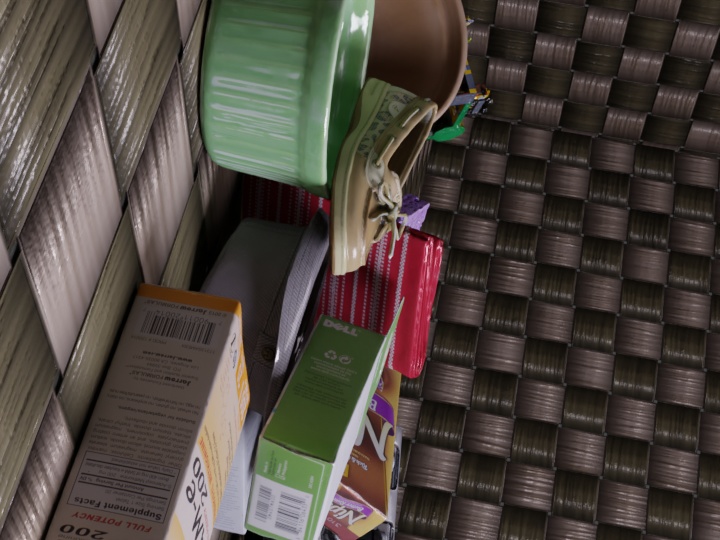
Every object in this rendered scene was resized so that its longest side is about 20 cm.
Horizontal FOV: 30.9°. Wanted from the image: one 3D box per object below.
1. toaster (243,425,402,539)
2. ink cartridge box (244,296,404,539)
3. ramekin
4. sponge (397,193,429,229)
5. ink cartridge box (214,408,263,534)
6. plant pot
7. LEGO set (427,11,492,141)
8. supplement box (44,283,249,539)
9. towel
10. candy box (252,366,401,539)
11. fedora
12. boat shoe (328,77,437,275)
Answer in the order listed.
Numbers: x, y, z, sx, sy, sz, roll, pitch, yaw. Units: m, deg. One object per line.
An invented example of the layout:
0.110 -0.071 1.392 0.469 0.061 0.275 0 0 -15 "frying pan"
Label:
-0.046 0.257 1.398 0.200 0.118 0.183 -27 -129 54 "toaster"
-0.027 0.107 1.024 0.201 0.059 0.104 -65 171 -49 "ink cartridge box"
-0.053 -0.161 0.984 0.200 0.097 0.202 10 90 -85 "ramekin"
0.000 0.000 1.336 0.200 0.030 0.112 -35 149 -53 "sponge"
-0.103 0.114 1.261 0.200 0.040 0.202 -72 170 -55 "ink cartridge box"
-0.002 -0.221 1.234 0.092 0.200 0.203 -4 -110 52 "plant pot"
0.029 -0.205 1.374 0.154 0.198 0.117 100 -23 -73 "LEGO set"
-0.130 0.128 0.835 0.127 0.073 0.201 91 10 -54 "supplement box"
-0.022 -0.003 1.122 0.022 0.199 0.146 -35 141 -45 "towel"
-0.025 0.134 1.187 0.056 0.116 0.201 -37 -155 29 "candy box"
-0.084 0.037 1.049 0.177 0.089 0.201 -70 176 -56 "fedora"
0.016 -0.076 1.000 0.074 0.062 0.201 96 7 -49 "boat shoe"
